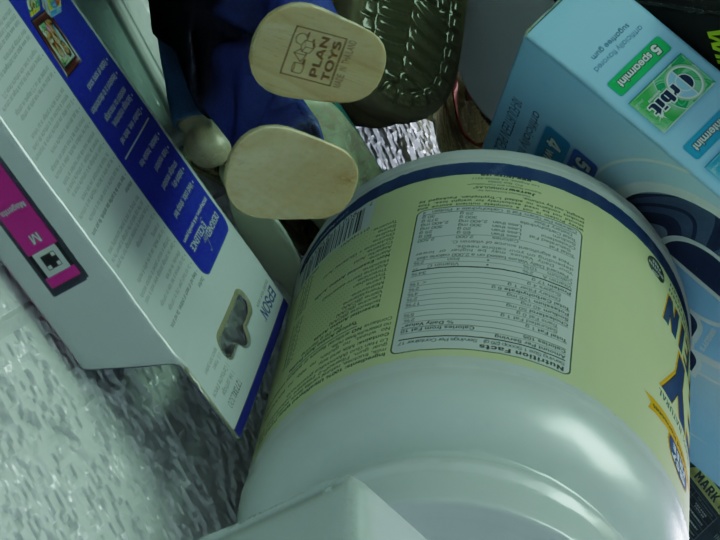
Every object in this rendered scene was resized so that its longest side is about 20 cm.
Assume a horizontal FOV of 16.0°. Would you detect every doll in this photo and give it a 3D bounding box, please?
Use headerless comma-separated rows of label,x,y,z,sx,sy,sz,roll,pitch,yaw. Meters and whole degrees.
doll,-0.040,-0.093,0.860,0.048,0.137,0.200,6,22,-20

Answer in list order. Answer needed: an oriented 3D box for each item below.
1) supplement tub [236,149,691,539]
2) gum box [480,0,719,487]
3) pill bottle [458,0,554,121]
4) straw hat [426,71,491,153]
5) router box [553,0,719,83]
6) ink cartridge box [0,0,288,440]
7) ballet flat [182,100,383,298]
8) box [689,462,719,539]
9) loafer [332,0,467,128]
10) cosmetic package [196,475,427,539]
supplement tub,0.037,0.065,0.853,0.145,0.145,0.200,53,24,-23
gum box,0.130,0.006,0.949,0.200,0.045,0.170,41,-25,11
pill bottle,0.129,-0.111,1.078,0.200,0.111,0.111,-20,83,-49
straw hat,0.057,-0.101,1.147,0.201,0.085,0.201,-6,98,-52
router box,0.171,-0.036,0.949,0.062,0.150,0.200,-44,124,-25
ink cartridge box,-0.096,-0.039,0.820,0.200,0.037,0.095,53,23,-17
ballet flat,0.000,0.000,0.980,0.200,0.067,0.062,47,57,-28
box,0.164,0.046,1.094,0.158,0.051,0.200,-17,63,-46
loafer,0.008,-0.140,1.009,0.076,0.067,0.200,39,51,-32
cosmetic package,-0.020,0.189,0.560,0.165,0.165,0.200,47,28,-36
